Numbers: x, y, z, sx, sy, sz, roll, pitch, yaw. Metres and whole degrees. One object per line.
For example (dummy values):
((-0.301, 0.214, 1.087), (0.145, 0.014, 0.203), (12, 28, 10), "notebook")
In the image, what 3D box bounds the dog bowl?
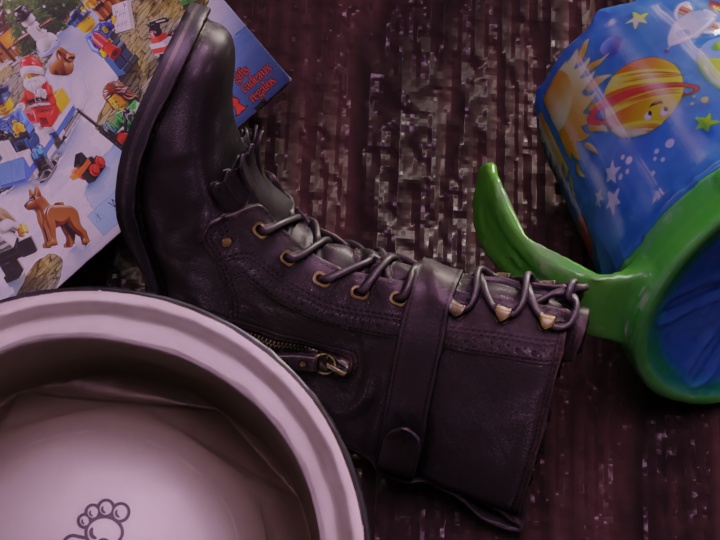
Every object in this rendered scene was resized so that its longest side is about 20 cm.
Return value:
((-0.096, 0.111, 0.933), (0.200, 0.074, 0.200), (0, 76, 0), "dog bowl")

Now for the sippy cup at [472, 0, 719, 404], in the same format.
((0.138, -0.039, 1.044), (0.178, 0.140, 0.130), (19, 31, -47), "sippy cup")

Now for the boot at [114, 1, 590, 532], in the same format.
((0.000, 0.000, 0.979), (0.174, 0.200, 0.069), (9, 34, 8), "boot")

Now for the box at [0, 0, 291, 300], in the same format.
((-0.144, -0.063, 1.040), (0.200, 0.038, 0.137), (-44, 98, -22), "box")
